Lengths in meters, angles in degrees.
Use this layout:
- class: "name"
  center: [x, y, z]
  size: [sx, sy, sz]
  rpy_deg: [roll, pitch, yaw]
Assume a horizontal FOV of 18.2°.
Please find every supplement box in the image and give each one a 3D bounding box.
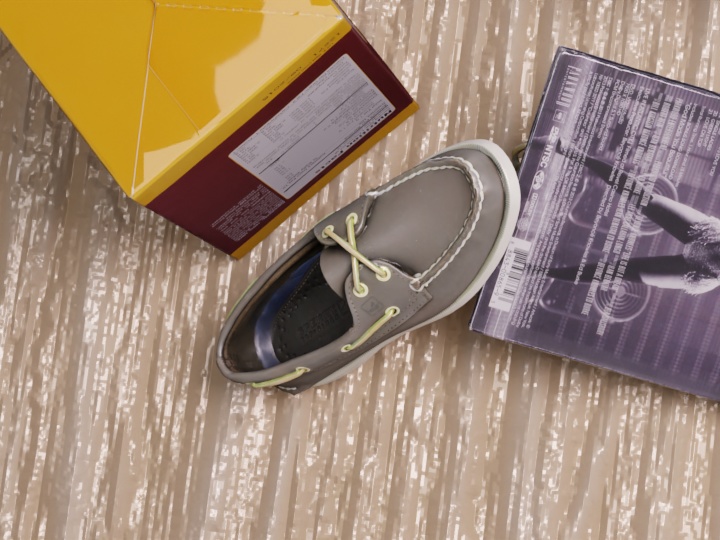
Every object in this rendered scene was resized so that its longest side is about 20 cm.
- class: "supplement box"
  center: [-0.095, -0.134, 1.155]
  size: [0.133, 0.200, 0.198]
  rpy_deg: [-39, 76, 4]

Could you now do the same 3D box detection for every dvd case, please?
- class: "dvd case"
  center: [0.170, -0.013, 1.122]
  size: [0.199, 0.016, 0.150]
  rpy_deg: [16, 104, -6]

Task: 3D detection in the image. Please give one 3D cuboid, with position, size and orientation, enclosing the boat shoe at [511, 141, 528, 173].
- class: "boat shoe"
  center: [0.123, -0.038, 1.168]
  size: [0.198, 0.073, 0.063]
  rpy_deg: [-6, 73, 0]

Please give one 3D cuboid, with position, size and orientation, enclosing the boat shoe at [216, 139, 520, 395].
- class: "boat shoe"
  center: [0.001, 0.003, 1.134]
  size: [0.202, 0.060, 0.072]
  rpy_deg: [-40, 68, 40]
